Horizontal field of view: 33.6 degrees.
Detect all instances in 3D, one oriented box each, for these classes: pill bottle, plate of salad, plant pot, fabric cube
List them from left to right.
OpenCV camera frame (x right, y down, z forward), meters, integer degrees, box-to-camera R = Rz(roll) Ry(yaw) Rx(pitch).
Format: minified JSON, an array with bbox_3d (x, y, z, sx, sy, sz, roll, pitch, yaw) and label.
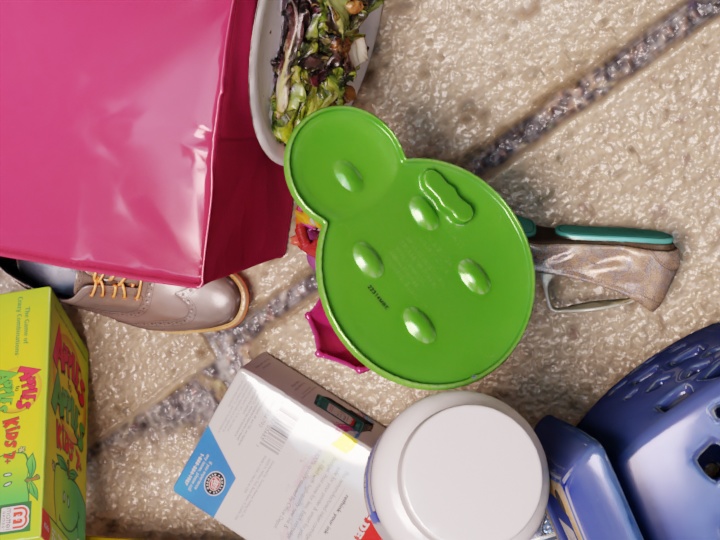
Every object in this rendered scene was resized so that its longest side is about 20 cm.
[{"bbox_3d":[-0.157,-0.109,0.845,0.195,0.199,0.201,10,98,12],"label":"fabric cube"},{"bbox_3d":[-0.017,-0.165,0.808,0.048,0.200,0.201,18,100,20],"label":"plate of salad"},{"bbox_3d":[0.060,0.137,0.769,0.111,0.200,0.113,1,78,-3],"label":"pill bottle"},{"bbox_3d":[0.222,0.158,0.777,0.179,0.200,0.201,-23,90,-2],"label":"plant pot"}]

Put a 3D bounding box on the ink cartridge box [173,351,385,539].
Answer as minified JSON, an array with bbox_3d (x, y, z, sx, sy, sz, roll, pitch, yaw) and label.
[{"bbox_3d":[-0.027,0.167,0.916,0.199,0.067,0.117,32,102,7],"label":"ink cartridge box"}]

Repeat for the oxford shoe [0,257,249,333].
[{"bbox_3d":[-0.187,0.013,0.929,0.199,0.073,0.072,9,97,10],"label":"oxford shoe"}]

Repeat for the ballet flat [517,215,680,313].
[{"bbox_3d":[0.128,-0.005,0.867,0.199,0.068,0.068,10,105,12],"label":"ballet flat"}]

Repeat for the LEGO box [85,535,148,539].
[{"bbox_3d":[-0.196,0.282,0.927,0.199,0.077,0.150,2,130,11],"label":"LEGO box"}]

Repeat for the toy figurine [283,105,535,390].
[{"bbox_3d":[0.000,0.000,0.835,0.150,0.184,0.200,-41,93,-22],"label":"toy figurine"}]

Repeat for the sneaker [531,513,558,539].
[{"bbox_3d":[0.084,0.228,0.903,0.200,0.077,0.085,-39,83,4],"label":"sneaker"}]

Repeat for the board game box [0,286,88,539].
[{"bbox_3d":[-0.239,0.125,0.884,0.047,0.102,0.201,-9,56,2],"label":"board game box"}]
